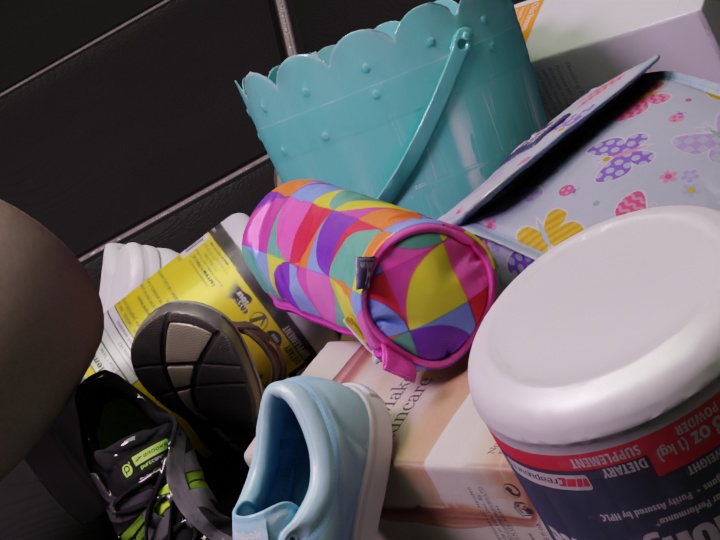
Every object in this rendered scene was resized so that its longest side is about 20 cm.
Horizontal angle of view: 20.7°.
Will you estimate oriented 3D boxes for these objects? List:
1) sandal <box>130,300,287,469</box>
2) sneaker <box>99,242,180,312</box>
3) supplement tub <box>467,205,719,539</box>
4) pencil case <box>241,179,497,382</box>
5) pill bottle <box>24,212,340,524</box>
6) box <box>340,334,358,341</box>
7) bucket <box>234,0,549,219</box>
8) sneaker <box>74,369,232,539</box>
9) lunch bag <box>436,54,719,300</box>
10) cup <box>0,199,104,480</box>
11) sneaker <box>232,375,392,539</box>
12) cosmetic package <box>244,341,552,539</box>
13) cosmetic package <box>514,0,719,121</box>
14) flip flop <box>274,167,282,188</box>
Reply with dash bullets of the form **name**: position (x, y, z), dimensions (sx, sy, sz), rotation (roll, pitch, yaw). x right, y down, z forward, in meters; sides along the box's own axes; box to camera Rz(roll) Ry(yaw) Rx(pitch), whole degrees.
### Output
- **sandal**: position (-0.075, 0.062, 1.143), dimensions (0.079, 0.201, 0.058), rotation (14, 68, 19)
- **sneaker**: position (-0.143, 0.019, 1.432), dimensions (0.087, 0.076, 0.200), rotation (5, -2, -16)
- **supplement tub**: position (0.146, 0.087, 0.859), dimensions (0.139, 0.201, 0.141), rotation (-24, 27, 14)
- **pencil case**: position (0.000, 0.000, 1.104), dimensions (0.088, 0.089, 0.200), rotation (-37, 20, -11)
- **pill bottle**: position (-0.120, 0.066, 1.243), dimensions (0.199, 0.113, 0.112), rotation (-38, 27, -2)
- **box**: position (0.077, 0.019, 1.243), dimensions (0.198, 0.021, 0.164), rotation (-17, 31, 28)
- **bucket**: position (0.028, -0.096, 1.292), dimensions (0.205, 0.136, 0.207), rotation (-22, 5, 2)
- **sneaker**: position (-0.112, 0.132, 1.098), dimensions (0.070, 0.083, 0.200), rotation (-33, 49, -5)
- **lunch bag**: position (0.144, -0.029, 1.108), dimensions (0.169, 0.128, 0.199), rotation (-37, 37, -20)
- **cup**: position (-0.257, 0.062, 1.107), dimensions (0.199, 0.201, 0.144), rotation (-14, 44, 30)
- **sneaker**: position (-0.038, 0.151, 0.989), dimensions (0.073, 0.081, 0.202), rotation (-11, 69, 43)
- **cosmetic package**: position (0.048, 0.099, 1.067), dimensions (0.199, 0.088, 0.104), rotation (-4, 38, 43)
- **cosmetic package**: position (0.167, -0.152, 1.382), dimensions (0.198, 0.072, 0.102), rotation (-15, 31, 29)
- **flip flop**: position (0.023, -0.110, 1.459), dimensions (0.199, 0.081, 0.058), rotation (-39, 35, -8)
